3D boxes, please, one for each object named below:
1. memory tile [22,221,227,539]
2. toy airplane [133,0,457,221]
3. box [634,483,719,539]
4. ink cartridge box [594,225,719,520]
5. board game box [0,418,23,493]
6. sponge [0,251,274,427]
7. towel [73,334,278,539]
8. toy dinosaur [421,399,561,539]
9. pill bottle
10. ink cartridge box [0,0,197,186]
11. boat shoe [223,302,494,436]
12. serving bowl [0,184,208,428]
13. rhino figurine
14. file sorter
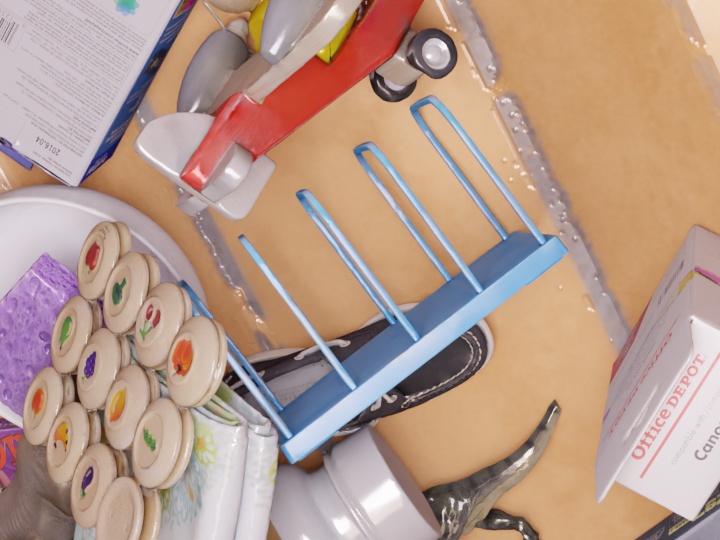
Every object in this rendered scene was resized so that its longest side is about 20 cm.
[{"bbox_3d":[-0.144,0.067,0.955,0.017,0.200,0.154,15,103,-34],"label":"memory tile"},{"bbox_3d":[-0.057,-0.125,0.963,0.200,0.199,0.141,-31,98,23],"label":"toy airplane"},{"bbox_3d":[0.294,0.199,1.086,0.200,0.051,0.158,-40,96,23],"label":"box"},{"bbox_3d":[0.198,0.065,0.975,0.067,0.200,0.117,27,115,2],"label":"ink cartridge box"},{"bbox_3d":[-0.185,0.158,1.196,0.200,0.032,0.120,-8,105,16],"label":"board game box"},{"bbox_3d":[-0.164,0.084,1.090,0.200,0.030,0.112,39,124,-11],"label":"sponge"},{"bbox_3d":[-0.114,0.147,0.971,0.048,0.171,0.200,-1,110,-31],"label":"towel"},{"bbox_3d":[0.073,0.176,1.134,0.200,0.047,0.088,-32,94,19],"label":"toy dinosaur"},{"bbox_3d":[-0.052,0.195,1.092,0.200,0.114,0.114,-34,100,4],"label":"pill bottle"},{"bbox_3d":[-0.198,-0.150,1.052,0.136,0.076,0.200,34,113,-1],"label":"ink cartridge box"},{"bbox_3d":[-0.009,0.074,1.103,0.200,0.060,0.074,-12,108,17],"label":"boat shoe"},{"bbox_3d":[-0.191,0.023,1.115,0.200,0.066,0.200,7,123,11],"label":"serving bowl"},{"bbox_3d":[-0.188,0.138,1.078,0.087,0.060,0.200,26,118,-7],"label":"rhino figurine"},{"bbox_3d":[0.000,0.000,0.996,0.200,0.139,0.123,-37,95,-3],"label":"file sorter"}]
